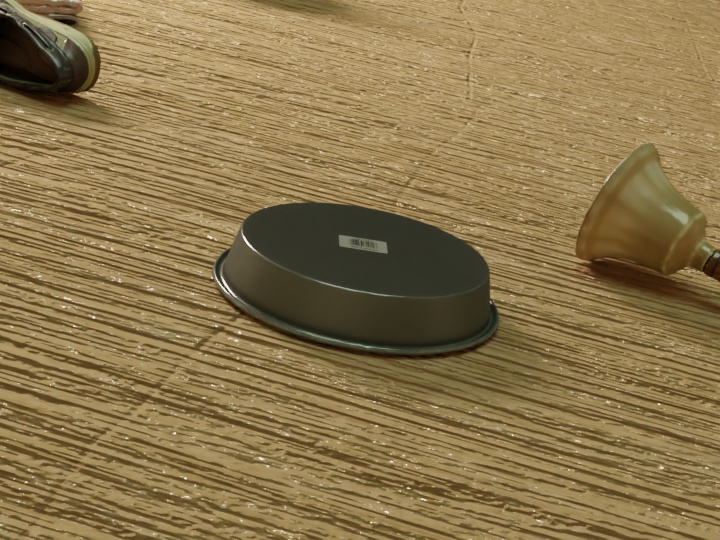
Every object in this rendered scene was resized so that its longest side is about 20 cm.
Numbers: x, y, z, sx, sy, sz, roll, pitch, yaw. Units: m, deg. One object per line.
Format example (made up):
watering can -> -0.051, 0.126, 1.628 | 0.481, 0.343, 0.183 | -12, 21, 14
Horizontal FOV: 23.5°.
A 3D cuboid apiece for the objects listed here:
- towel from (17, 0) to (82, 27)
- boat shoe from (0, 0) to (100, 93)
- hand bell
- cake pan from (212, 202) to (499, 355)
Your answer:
towel -> -0.394, -0.292, 1.765 | 0.200, 0.032, 0.191 | 2, 23, -21
boat shoe -> -0.324, -0.205, 1.511 | 0.200, 0.073, 0.065 | 18, 16, 18
hand bell -> 0.272, -0.002, 1.298 | 0.200, 0.104, 0.104 | 34, 28, 21
cake pan -> 0.000, 0.000, 1.184 | 0.200, 0.037, 0.200 | 9, 20, -3
